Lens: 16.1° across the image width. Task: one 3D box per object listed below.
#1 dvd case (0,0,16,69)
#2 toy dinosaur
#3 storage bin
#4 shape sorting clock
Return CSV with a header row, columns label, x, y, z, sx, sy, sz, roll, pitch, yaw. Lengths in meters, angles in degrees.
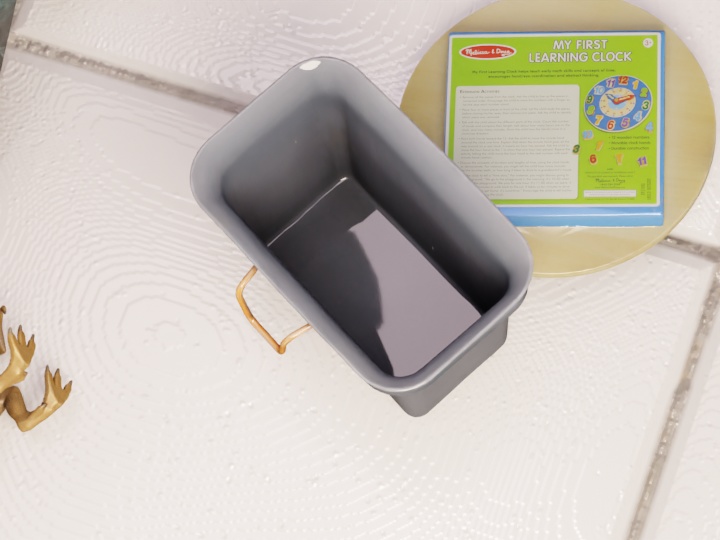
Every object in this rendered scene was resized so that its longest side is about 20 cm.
label,x,y,z,sx,sy,sz,roll,pitch,yaw
dvd case,-0.269,-0.113,1.549,0.022,0.146,0.201,22,104,24
toy dinosaur,-0.236,0.087,1.570,0.106,0.060,0.201,-21,61,25
storage bin,0.000,0.000,1.523,0.145,0.134,0.200,-41,70,-9
shape sorting clock,0.122,-0.086,1.591,0.199,0.039,0.201,-3,69,7
